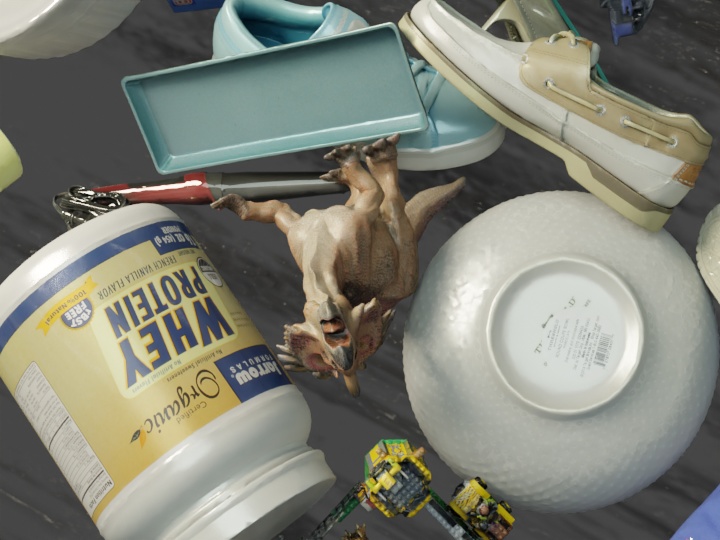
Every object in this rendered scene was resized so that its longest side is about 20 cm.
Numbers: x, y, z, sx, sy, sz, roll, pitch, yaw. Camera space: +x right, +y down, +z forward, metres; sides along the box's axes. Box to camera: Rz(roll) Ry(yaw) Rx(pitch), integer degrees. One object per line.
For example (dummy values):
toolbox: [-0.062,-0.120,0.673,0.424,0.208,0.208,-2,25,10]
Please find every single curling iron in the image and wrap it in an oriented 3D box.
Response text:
curling iron: [-0.099,-0.045,1.039,0.198,0.026,0.050,-5,41,0]

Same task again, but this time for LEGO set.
LEGO set: [0.009,0.202,0.912,0.199,0.116,0.154,-37,100,1]

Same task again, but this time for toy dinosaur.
toy dinosaur: [0.000,0.000,0.960,0.085,0.199,0.137,-24,86,36]

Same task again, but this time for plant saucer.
plant saucer: [-0.053,-0.107,0.998,0.199,0.019,0.070,-7,117,29]

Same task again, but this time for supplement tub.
supplement tub: [-0.118,0.077,0.959,0.144,0.144,0.201,-35,78,-3]

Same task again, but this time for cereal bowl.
cereal bowl: [0.122,0.044,0.978,0.198,0.083,0.202,-1,78,5]

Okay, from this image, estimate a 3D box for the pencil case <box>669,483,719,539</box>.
pencil case: [0.203,0.200,0.940,0.200,0.078,0.087,-49,46,-5]

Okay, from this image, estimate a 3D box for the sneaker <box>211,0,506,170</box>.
sneaker: [-0.003,-0.123,1.013,0.198,0.082,0.074,14,59,7]

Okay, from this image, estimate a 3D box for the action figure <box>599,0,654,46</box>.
action figure: [0.178,-0.256,1.033,0.192,0.105,0.202,-7,119,-4]

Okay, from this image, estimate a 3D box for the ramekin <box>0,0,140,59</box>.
ramekin: [-0.213,-0.229,1.033,0.201,0.094,0.204,-4,80,22]

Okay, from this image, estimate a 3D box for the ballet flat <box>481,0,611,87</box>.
ballet flat: [0.089,-0.173,1.007,0.063,0.067,0.201,-29,100,-2]

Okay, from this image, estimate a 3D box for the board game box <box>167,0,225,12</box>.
board game box: [-0.035,-0.259,1.069,0.198,0.045,0.154,-5,79,4]

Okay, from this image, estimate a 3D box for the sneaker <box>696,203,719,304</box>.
sneaker: [0.276,0.047,0.937,0.110,0.077,0.201,7,46,-23]

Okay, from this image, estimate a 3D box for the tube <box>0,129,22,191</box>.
tube: [-0.301,-0.022,1.008,0.200,0.052,0.058,-41,39,-24]

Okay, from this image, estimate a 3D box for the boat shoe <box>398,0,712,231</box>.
boat shoe: [0.117,-0.109,0.962,0.199,0.075,0.069,36,108,-2]
